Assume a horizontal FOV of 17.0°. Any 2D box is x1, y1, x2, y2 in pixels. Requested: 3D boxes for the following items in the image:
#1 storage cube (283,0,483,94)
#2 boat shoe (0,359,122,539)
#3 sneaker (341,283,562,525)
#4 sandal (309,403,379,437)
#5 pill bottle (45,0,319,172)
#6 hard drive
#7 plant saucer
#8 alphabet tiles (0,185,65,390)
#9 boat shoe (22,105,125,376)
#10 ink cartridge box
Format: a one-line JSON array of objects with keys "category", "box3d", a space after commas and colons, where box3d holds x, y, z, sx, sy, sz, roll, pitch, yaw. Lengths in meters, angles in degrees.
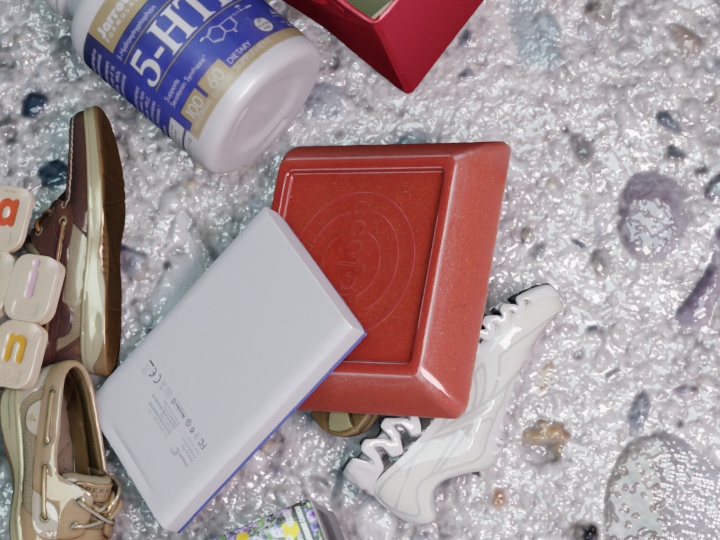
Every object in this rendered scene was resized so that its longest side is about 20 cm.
[{"category": "storage cube", "box3d": [0.013, -0.262, 1.731, 0.171, 0.180, 0.200, 36, 85, 14]}, {"category": "boat shoe", "box3d": [-0.208, 0.164, 1.719, 0.064, 0.071, 0.200, -20, 79, 35]}, {"category": "sneaker", "box3d": [0.079, 0.094, 1.707, 0.081, 0.075, 0.200, 43, 93, 4]}, {"category": "sandal", "box3d": [0.028, 0.029, 1.730, 0.080, 0.054, 0.200, 23, 88, 40]}, {"category": "pill bottle", "box3d": [-0.139, -0.176, 1.760, 0.200, 0.120, 0.120, 40, 87, 15]}, {"category": "hard drive", "box3d": [-0.098, 0.070, 1.710, 0.200, 0.025, 0.132, -47, 52, 13]}, {"category": "plant saucer", "box3d": [0.000, 0.000, 1.703, 0.200, 0.037, 0.200, 1, 74, 36]}, {"category": "alphabet tiles", "box3d": [-0.308, 0.029, 1.773, 0.200, 0.015, 0.196, 7, 79, 30]}, {"category": "boat shoe", "box3d": [-0.215, -0.022, 1.774, 0.072, 0.072, 0.200, -2, 84, 8]}, {"category": "ink cartridge box", "box3d": [-0.109, 0.223, 1.684, 0.200, 0.109, 0.050, -23, 76, 4]}]
